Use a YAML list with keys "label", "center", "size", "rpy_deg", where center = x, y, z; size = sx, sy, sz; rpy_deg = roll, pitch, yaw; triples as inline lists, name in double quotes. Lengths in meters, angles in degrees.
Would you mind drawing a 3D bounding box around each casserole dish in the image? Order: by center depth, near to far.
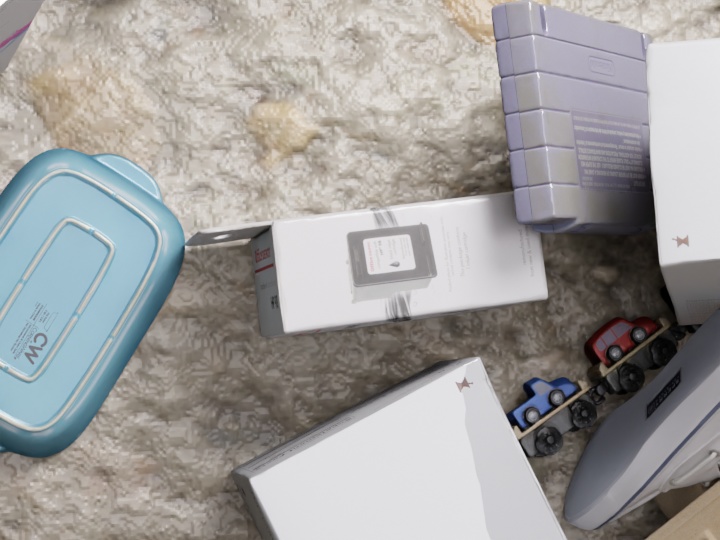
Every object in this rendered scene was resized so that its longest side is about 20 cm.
- label: "casserole dish"
  center: [-0.187, 0.018, 1.135]
  size: [0.121, 0.039, 0.201]
  rpy_deg: [32, 82, -6]

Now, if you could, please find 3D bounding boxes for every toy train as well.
- label: "toy train"
  center: [0.167, 0.052, 1.196]
  size: [0.199, 0.034, 0.046]
  rpy_deg: [-36, 89, -11]

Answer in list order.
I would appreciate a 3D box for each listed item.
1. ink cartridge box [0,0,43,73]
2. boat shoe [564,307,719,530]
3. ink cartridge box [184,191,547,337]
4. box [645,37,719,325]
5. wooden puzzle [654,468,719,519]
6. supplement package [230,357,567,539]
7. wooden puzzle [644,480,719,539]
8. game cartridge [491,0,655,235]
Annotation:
- label: "ink cartridge box"
  center: [-0.269, -0.153, 1.063]
  size: [0.129, 0.200, 0.125]
  rpy_deg: [47, 62, -3]
- label: "boat shoe"
  center: [0.195, 0.102, 1.131]
  size: [0.065, 0.200, 0.074]
  rpy_deg: [28, 44, -12]
- label: "ink cartridge box"
  center: [0.000, 0.000, 1.130]
  size: [0.198, 0.116, 0.067]
  rpy_deg: [-7, 88, -10]
- label: "box"
  center: [0.222, -0.047, 1.094]
  size: [0.097, 0.200, 0.126]
  rpy_deg: [-5, 79, 12]
- label: "wooden puzzle"
  center: [0.304, 0.133, 1.163]
  size: [0.199, 0.046, 0.186]
  rpy_deg: [-33, 65, -9]
- label: "supplement package"
  center: [0.037, 0.176, 1.125]
  size: [0.155, 0.111, 0.201]
  rpy_deg: [-26, 90, -11]
- label: "wooden puzzle"
  center: [0.254, 0.208, 1.100]
  size: [0.046, 0.200, 0.186]
  rpy_deg: [0, 52, -50]
- label: "game cartridge"
  center: [0.135, -0.086, 1.133]
  size: [0.038, 0.200, 0.131]
  rpy_deg: [-3, 89, 29]
